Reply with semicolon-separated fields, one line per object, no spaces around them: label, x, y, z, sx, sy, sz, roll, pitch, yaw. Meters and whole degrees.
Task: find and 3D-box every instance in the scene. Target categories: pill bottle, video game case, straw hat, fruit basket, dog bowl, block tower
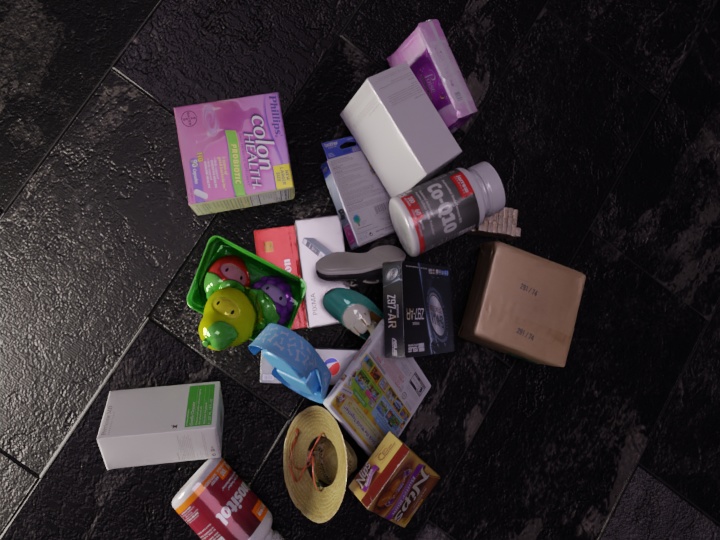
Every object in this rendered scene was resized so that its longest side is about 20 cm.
pill bottle;-0.227;0.437;0.997;0.113;0.113;0.201;-43;92;-9
pill bottle;0.159;-0.117;1.042;0.195;0.114;0.117;-25;88;-8
video game case;0.037;0.222;1.025;0.184;0.022;0.202;-51;129;-22
straw hat;-0.054;0.342;1.022;0.083;0.198;0.210;10;83;-39
fruit basket;-0.205;0.050;0.976;0.210;0.216;0.160;24;95;-4
dog bowl;-0.109;0.154;0.938;0.108;0.202;0.051;18;64;26
block tower;0.220;-0.104;1.133;0.192;0.054;0.060;9;85;-7

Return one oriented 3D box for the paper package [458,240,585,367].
paper package;0.311;0.068;1.105;0.193;0.103;0.198;18;84;-6

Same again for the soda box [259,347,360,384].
soda box;-0.089;0.177;1.060;0.192;0.068;0.066;3;85;-7

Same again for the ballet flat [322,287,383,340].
ballet flat;0.017;0.099;1.044;0.197;0.071;0.068;34;104;-27

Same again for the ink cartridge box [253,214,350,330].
ink cartridge box;-0.109;0.008;1.086;0.169;0.045;0.208;-8;86;-9

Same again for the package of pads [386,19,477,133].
package of pads;0.139;-0.365;1.109;0.074;0.120;0.206;-22;87;-35

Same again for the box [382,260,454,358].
box;0.109;0.072;1.042;0.042;0.197;0.167;-5;83;34

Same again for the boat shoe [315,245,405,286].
boat shoe;0.000;0.000;1.060;0.195;0.074;0.062;-13;128;-37

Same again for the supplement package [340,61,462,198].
supplement package;0.075;-0.261;1.078;0.120;0.119;0.204;-32;89;-36

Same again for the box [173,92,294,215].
box;-0.232;-0.216;1.063;0.192;0.097;0.183;-10;86;-9

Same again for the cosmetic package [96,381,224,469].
cosmetic package;-0.341;0.269;0.990;0.192;0.109;0.087;-3;127;-9

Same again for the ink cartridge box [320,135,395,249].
ink cartridge box;-0.002;-0.156;1.099;0.117;0.042;0.207;-20;90;-31

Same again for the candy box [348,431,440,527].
candy box;0.066;0.375;1.004;0.056;0.201;0.118;33;78;35
